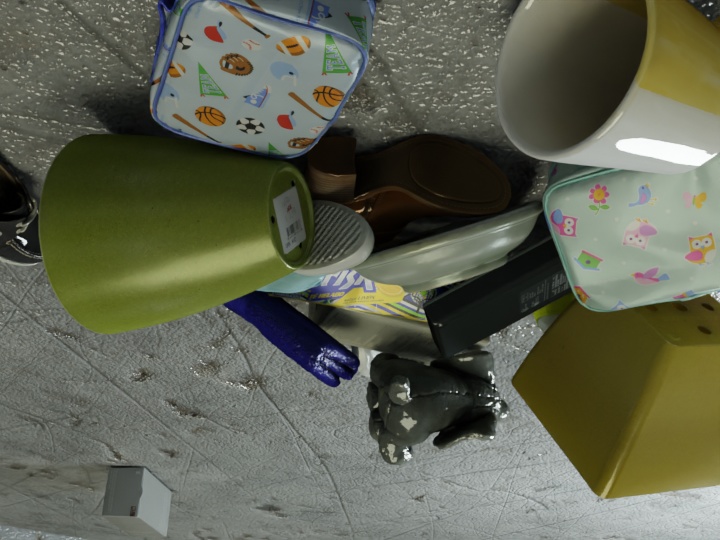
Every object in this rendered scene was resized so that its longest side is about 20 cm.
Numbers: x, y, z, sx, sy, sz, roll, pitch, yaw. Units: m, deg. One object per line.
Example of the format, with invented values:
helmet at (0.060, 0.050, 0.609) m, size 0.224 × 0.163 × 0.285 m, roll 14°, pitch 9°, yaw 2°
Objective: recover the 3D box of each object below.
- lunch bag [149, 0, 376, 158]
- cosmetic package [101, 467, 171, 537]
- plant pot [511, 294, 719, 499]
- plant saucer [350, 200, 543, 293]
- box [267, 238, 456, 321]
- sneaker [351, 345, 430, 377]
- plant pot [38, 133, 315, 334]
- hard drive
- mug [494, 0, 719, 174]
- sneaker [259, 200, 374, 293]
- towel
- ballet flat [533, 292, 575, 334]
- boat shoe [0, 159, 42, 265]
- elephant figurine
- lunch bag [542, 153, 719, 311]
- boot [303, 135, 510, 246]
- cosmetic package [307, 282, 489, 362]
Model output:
lunch bag at (-0.084, -0.169, 0.773) m, size 0.159 × 0.076 × 0.200 m, roll 14°, pitch 152°, yaw -16°
cosmetic package at (-0.470, 0.493, 2.099) m, size 0.089 × 0.108 × 0.200 m, roll -2°, pitch 151°, yaw 9°
plant pot at (0.321, 0.112, 1.106) m, size 0.199 × 0.200 × 0.177 m, roll 1°, pitch 124°, yaw -27°
plant saucer at (0.086, -0.017, 0.966) m, size 0.199 × 0.051 × 0.200 m, roll -17°, pitch -177°, yaw 1°
box at (0.000, 0.000, 1.081) m, size 0.199 × 0.070 × 0.065 m, roll 9°, pitch 119°, yaw -13°
sneaker at (0.079, 0.104, 1.288) m, size 0.129 × 0.080 × 0.199 m, roll -12°, pitch 150°, yaw 25°
plant pot at (-0.149, -0.040, 0.895) m, size 0.199 × 0.188 × 0.187 m, roll -4°, pitch 153°, yaw 22°
hard drive at (0.164, 0.021, 1.047) m, size 0.199 × 0.033 × 0.140 m, roll -28°, pitch 159°, yaw -1°
mug at (0.215, -0.143, 0.719) m, size 0.152 × 0.151 × 0.186 m, roll 12°, pitch 160°, yaw -33°
sneaker at (-0.051, -0.017, 0.961) m, size 0.199 × 0.074 × 0.082 m, roll -2°, pitch 158°, yaw 43°
towel at (-0.100, 0.056, 1.102) m, size 0.200 × 0.050 × 0.148 m, roll 36°, pitch 180°, yaw 22°
ballet flat at (0.255, 0.074, 1.221) m, size 0.066 × 0.067 × 0.200 m, roll -7°, pitch 151°, yaw 22°
boat shoe at (-0.367, -0.069, 1.011) m, size 0.060 × 0.074 × 0.200 m, roll -2°, pitch 145°, yaw 22°
elephant figurine at (0.114, 0.155, 1.201) m, size 0.198 × 0.155 × 0.143 m, roll -1°, pitch 113°, yaw -12°
lunch bag at (0.274, -0.056, 0.899) m, size 0.199 × 0.077 × 0.161 m, roll -14°, pitch 114°, yaw 26°
boot at (0.038, -0.059, 0.971) m, size 0.198 × 0.077 × 0.156 m, roll 3°, pitch 154°, yaw -1°
cosmetic package at (0.046, 0.051, 1.193) m, size 0.199 × 0.074 × 0.104 m, roll 14°, pitch 153°, yaw -20°
